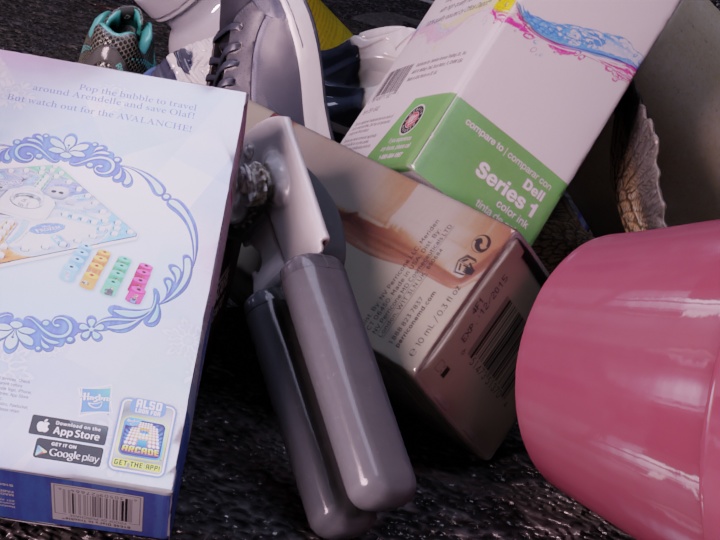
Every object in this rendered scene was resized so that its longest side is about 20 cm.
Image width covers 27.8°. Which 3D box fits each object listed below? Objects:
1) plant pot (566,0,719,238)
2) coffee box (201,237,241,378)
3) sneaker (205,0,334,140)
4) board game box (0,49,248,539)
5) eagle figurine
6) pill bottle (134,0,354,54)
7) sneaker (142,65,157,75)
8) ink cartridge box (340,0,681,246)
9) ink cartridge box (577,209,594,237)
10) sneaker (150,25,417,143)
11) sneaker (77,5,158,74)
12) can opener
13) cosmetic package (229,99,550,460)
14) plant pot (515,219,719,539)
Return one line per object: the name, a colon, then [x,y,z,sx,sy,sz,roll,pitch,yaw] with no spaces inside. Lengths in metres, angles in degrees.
plant pot: [0.201,-0.087,0.941,0.184,0.200,0.201,46,6,-22]
coffee box: [-0.165,0.002,0.672,0.198,0.080,0.113,15,17,1]
sneaker: [-0.095,-0.097,0.867,0.145,0.204,0.077,-12,-5,-23]
board game box: [-0.155,-0.004,0.572,0.198,0.044,0.200,10,52,-4]
eagle figurine: [0.160,0.002,0.824,0.200,0.152,0.151,43,-5,5]
pill bottle: [-0.070,-0.162,1.081,0.200,0.112,0.112,43,3,-28]
sneaker: [-0.147,-0.099,1.047,0.078,0.070,0.200,35,20,10]
ink cartridge box: [0.082,-0.112,0.801,0.084,0.201,0.145,36,-10,-17]
ink cartridge box: [0.253,-0.068,1.131,0.198,0.137,0.077,12,50,-6]
sneaker: [-0.041,-0.104,0.998,0.197,0.080,0.130,-12,-21,2]
sneaker: [-0.188,-0.170,1.177,0.077,0.092,0.200,13,17,-7]
can opener: [-0.017,0.018,0.637,0.066,0.053,0.201,12,49,-38]
cosmetic package: [0.000,0.000,0.746,0.199,0.088,0.103,29,-13,37]
plant pot: [0.174,0.057,0.637,0.199,0.202,0.178,-1,7,-42]
